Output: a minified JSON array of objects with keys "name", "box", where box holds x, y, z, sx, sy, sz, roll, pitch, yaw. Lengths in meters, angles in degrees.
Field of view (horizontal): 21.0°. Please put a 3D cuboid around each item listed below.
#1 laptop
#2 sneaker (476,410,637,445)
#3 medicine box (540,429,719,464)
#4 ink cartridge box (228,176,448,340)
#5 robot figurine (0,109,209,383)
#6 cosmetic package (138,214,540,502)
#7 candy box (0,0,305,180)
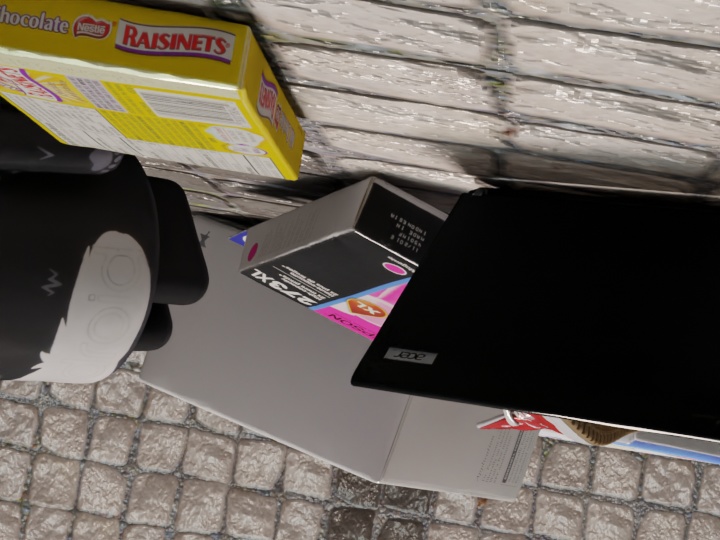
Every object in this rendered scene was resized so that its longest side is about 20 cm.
[{"name":"laptop","box":[0.127,0.022,0.858,0.177,0.104,0.200,7,175,32]},{"name":"sneaker","box":[0.102,0.062,1.128,0.112,0.071,0.200,3,175,25]},{"name":"medicine box","box":[0.196,0.084,1.488,0.182,0.103,0.200,14,173,-41]},{"name":"ink cartridge box","box":[0.000,0.000,1.023,0.095,0.037,0.200,27,164,-19]},{"name":"robot figurine","box":[-0.175,-0.011,0.921,0.200,0.151,0.125,5,-167,-34]},{"name":"cosmetic package","box":[-0.001,0.061,1.299,0.199,0.123,0.200,20,180,31]},{"name":"candy box","box":[-0.078,-0.064,0.702,0.102,0.026,0.200,12,175,4]}]
